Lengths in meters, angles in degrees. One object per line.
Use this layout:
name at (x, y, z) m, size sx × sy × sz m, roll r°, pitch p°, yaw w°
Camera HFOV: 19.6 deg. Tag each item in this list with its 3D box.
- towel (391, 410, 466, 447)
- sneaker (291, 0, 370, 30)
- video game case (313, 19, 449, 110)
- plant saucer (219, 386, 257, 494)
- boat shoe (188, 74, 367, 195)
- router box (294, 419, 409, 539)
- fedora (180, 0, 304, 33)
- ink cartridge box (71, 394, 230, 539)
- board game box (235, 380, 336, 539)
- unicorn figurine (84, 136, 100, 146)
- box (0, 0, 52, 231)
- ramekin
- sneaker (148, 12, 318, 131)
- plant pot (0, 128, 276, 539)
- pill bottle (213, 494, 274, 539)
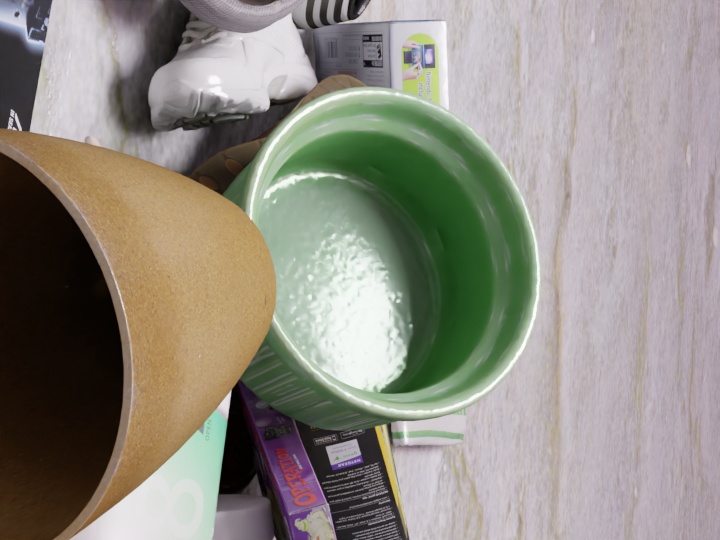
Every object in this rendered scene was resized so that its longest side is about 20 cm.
towel at (0.058, 0.047, 1.747) m, size 0.152 × 0.023 × 0.202 m, roll 8°, pitch 82°, yaw -67°
sneaker at (-0.024, -0.265, 1.419) m, size 0.076 × 0.114 × 0.203 m, roll -17°, pitch 105°, yaw -67°
video game case at (0.015, -0.083, 1.465) m, size 0.200 × 0.045 × 0.183 m, roll -159°, pitch -113°, yaw -73°
plant saucer at (-0.097, 0.065, 1.351) m, size 0.200 × 0.034 × 0.202 m, roll -1°, pitch 90°, yaw -68°
boat shoe at (-0.061, -0.049, 1.332) m, size 0.072 × 0.068 × 0.200 m, roll 48°, pitch 54°, yaw 1°
router box at (-0.015, 0.085, 1.426) m, size 0.201 × 0.052 × 0.158 m, roll -102°, pitch 177°, yaw -55°
fedora at (-0.088, -0.248, 1.262) m, size 0.176 × 0.090 × 0.202 m, roll -35°, pitch 126°, yaw -39°
ink cartridge box at (-0.153, 0.069, 1.098) m, size 0.199 × 0.050 × 0.163 m, roll 20°, pitch 74°, yaw -48°
board game box at (-0.041, 0.144, 1.275) m, size 0.200 × 0.032 × 0.121 m, roll -119°, pitch -160°, yaw -63°
unicorn figurine at (-0.144, 0.032, 1.199) m, size 0.201 × 0.073 × 0.138 m, roll 56°, pitch 48°, yaw -32°
box at (-0.220, -0.139, 0.971) m, size 0.164 × 0.085 × 0.202 m, roll 44°, pitch 50°, yaw -62°
ramekin at (0.000, 0.000, 1.248) m, size 0.198 × 0.098 × 0.202 m, roll 9°, pitch 70°, yaw -26°
sneaker at (-0.091, -0.146, 1.329) m, size 0.200 × 0.077 × 0.100 m, roll -38°, pitch 117°, yaw -72°
plant pot at (-0.127, 0.021, 0.944) m, size 0.200 × 0.185 × 0.188 m, roll -16°, pitch 105°, yaw -62°
pill bottle at (-0.093, 0.240, 1.245) m, size 0.116 × 0.115 × 0.202 m, roll -4°, pitch 91°, yaw -68°
